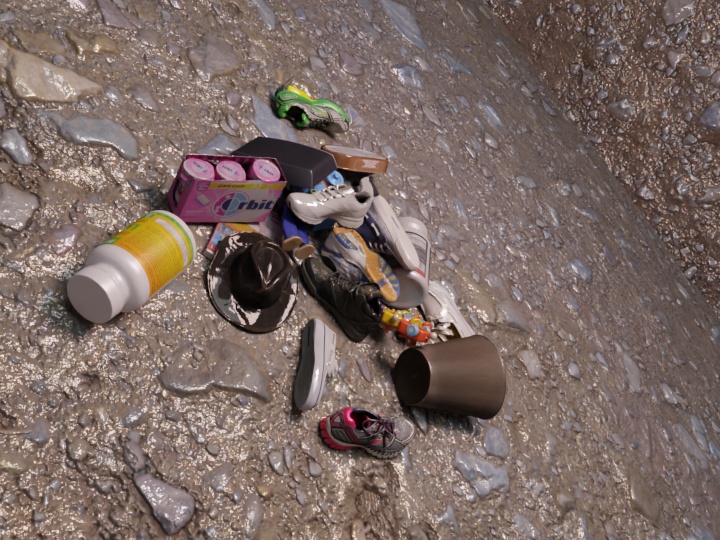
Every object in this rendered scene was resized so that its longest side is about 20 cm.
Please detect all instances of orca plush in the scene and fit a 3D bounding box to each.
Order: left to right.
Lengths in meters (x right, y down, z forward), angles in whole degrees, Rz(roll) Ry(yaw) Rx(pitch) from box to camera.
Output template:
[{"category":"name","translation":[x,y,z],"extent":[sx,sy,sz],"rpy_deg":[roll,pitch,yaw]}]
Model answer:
[{"category":"orca plush","translation":[0.009,-0.137,1.644],"extent":[0.105,0.071,0.201],"rpy_deg":[-15,47,-3]}]

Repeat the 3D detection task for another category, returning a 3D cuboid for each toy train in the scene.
[{"category":"toy train","translation":[-0.097,-0.181,1.535],"extent":[0.114,0.087,0.201],"rpy_deg":[-13,68,-44]},{"category":"toy train","translation":[0.106,0.126,1.428],"extent":[0.150,0.056,0.200],"rpy_deg":[25,5,27]}]

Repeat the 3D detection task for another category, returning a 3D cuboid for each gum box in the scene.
[{"category":"gum box","translation":[-0.253,-0.151,1.297],"extent":[0.199,0.114,0.066],"rpy_deg":[-4,55,-38]}]

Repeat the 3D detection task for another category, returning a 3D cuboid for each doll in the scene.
[{"category":"doll","translation":[-0.147,-0.121,1.421],"extent":[0.136,0.048,0.201],"rpy_deg":[35,28,-45]}]

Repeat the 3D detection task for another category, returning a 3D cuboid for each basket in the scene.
[{"category":"basket","translation":[0.178,0.217,1.423],"extent":[0.199,0.136,0.181],"rpy_deg":[6,66,-37]}]

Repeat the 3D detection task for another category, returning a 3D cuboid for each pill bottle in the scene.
[{"category":"pill bottle","translation":[-0.355,-0.005,1.086],"extent":[0.111,0.111,0.200],"rpy_deg":[45,36,-5]},{"category":"pill bottle","translation":[0.100,-0.021,1.565],"extent":[0.116,0.116,0.201],"rpy_deg":[33,39,-20]}]

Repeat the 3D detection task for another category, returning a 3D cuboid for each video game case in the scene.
[{"category":"video game case","translation":[-0.214,-0.062,1.360],"extent":[0.143,0.017,0.201],"rpy_deg":[34,39,-19]}]

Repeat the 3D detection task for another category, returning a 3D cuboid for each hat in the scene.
[{"category":"hat","translation":[-0.175,0.007,1.260],"extent":[0.200,0.081,0.202],"rpy_deg":[18,58,-31]}]

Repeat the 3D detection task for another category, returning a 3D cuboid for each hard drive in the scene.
[{"category":"hard drive","translation":[-0.161,-0.229,1.455],"extent":[0.199,0.043,0.135],"rpy_deg":[17,33,19]}]

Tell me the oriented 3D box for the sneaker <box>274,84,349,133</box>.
[{"category":"sneaker","translation":[-0.119,-0.372,1.700],"extent":[0.199,0.078,0.086],"rpy_deg":[15,54,-25]}]

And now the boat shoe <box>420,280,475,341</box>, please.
[{"category":"boat shoe","translation":[0.185,0.112,1.578],"extent":[0.200,0.071,0.070],"rpy_deg":[54,33,-4]}]

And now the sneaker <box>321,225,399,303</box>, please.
[{"category":"sneaker","translation":[0.000,0.000,1.461],"extent":[0.200,0.088,0.075],"rpy_deg":[50,37,14]}]

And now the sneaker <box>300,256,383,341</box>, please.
[{"category":"sneaker","translation":[-0.028,0.034,1.388],"extent":[0.200,0.114,0.076],"rpy_deg":[50,35,5]}]

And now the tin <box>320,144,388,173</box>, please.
[{"category":"tin","translation":[-0.014,-0.269,1.687],"extent":[0.112,0.042,0.199],"rpy_deg":[34,24,36]}]

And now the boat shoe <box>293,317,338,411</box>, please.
[{"category":"boat shoe","translation":[-0.069,0.170,1.254],"extent":[0.067,0.074,0.201],"rpy_deg":[28,40,-22]}]

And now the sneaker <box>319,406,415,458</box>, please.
[{"category":"sneaker","translation":[0.026,0.287,1.249],"extent":[0.199,0.075,0.081],"rpy_deg":[13,49,-40]}]

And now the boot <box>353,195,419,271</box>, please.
[{"category":"boot","translation":[0.050,-0.061,1.491],"extent":[0.073,0.090,0.201],"rpy_deg":[30,28,-51]}]

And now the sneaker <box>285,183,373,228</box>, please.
[{"category":"sneaker","translation":[-0.062,-0.141,1.410],"extent":[0.199,0.087,0.075],"rpy_deg":[-1,50,-41]}]
